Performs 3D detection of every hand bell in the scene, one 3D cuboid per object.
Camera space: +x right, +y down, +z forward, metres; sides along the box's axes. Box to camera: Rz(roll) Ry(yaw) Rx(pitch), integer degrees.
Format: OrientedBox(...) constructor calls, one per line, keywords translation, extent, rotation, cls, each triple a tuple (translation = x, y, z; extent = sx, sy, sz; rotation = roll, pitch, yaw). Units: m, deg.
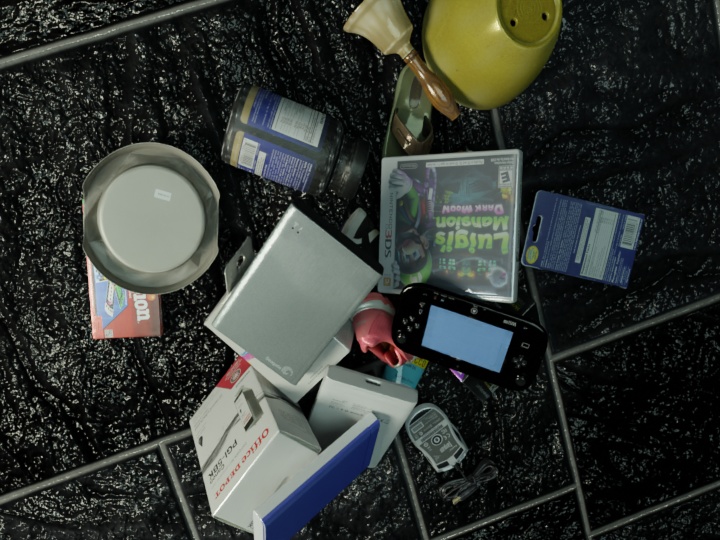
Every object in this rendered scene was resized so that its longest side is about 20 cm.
OrientedBox(translation=(0.076, -0.299, 0.820), extent=(0.104, 0.104, 0.201), rotation=(-41, 100, 0), cls="hand bell")

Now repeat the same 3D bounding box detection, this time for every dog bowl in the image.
OrientedBox(translation=(-0.292, -0.073, 0.812), extent=(0.193, 0.058, 0.208), rotation=(-4, 99, -21), cls="dog bowl")

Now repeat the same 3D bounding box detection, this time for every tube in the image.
OrientedBox(translation=(0.062, 0.179, 0.928), extent=(0.076, 0.050, 0.206), rotation=(23, 90, -18), cls="tube")

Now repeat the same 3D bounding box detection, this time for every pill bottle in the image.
OrientedBox(translation=(-0.090, -0.175, 0.815), extent=(0.194, 0.112, 0.115), rotation=(19, 96, -11), cls="pill bottle")

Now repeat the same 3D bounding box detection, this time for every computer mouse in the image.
OrientedBox(translation=(0.141, 0.292, 0.956), extent=(0.108, 0.044, 0.203), rotation=(-33, 107, 3), cls="computer mouse")

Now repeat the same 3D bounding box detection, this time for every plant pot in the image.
OrientedBox(translation=(0.199, -0.342, 0.802), extent=(0.193, 0.142, 0.208), rotation=(-1, 96, -14), cls="plant pot")

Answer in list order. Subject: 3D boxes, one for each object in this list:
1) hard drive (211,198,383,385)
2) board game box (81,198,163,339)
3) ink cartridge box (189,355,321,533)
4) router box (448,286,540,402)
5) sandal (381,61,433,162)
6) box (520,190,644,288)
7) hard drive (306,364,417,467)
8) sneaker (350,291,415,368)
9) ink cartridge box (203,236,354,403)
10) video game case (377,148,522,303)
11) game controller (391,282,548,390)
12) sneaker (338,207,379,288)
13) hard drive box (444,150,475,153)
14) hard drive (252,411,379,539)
OrientedBox(translation=(-0.081, 0.033, 0.722), extent=(0.138, 0.033, 0.201), rotation=(35, 113, -8), cls="hard drive")
OrientedBox(translation=(-0.350, -0.003, 0.852), extent=(0.099, 0.019, 0.208), rotation=(-2, 99, -9), cls="board game box")
OrientedBox(translation=(-0.156, 0.234, 0.816), extent=(0.082, 0.200, 0.148), rotation=(37, 93, -34), cls="ink cartridge box")
OrientedBox(translation=(0.205, 0.115, 0.865), extent=(0.149, 0.200, 0.051), rotation=(-46, 61, -1), cls="router box")
OrientedBox(translation=(0.076, -0.210, 0.859), extent=(0.077, 0.057, 0.209), rotation=(3, 96, -13), cls="sandal")
OrientedBox(translation=(0.356, -0.052, 0.936), extent=(0.193, 0.032, 0.126), rotation=(11, 97, -11), cls="box")
OrientedBox(translation=(-0.009, 0.218, 0.834), extent=(0.128, 0.027, 0.203), rotation=(16, 134, -6), cls="hard drive")
OrientedBox(translation=(0.058, 0.109, 0.839), extent=(0.197, 0.089, 0.073), rotation=(27, 132, -36), cls="sneaker")
OrientedBox(translation=(-0.115, 0.055, 0.824), extent=(0.199, 0.129, 0.125), rotation=(42, 112, -11), cls="ink cartridge box")
OrientedBox(translation=(0.112, -0.059, 0.756), extent=(0.194, 0.023, 0.189), rotation=(3, 92, 31), cls="video game case")
OrientedBox(translation=(0.136, 0.084, 0.739), extent=(0.194, 0.042, 0.107), rotation=(18, 128, 11), cls="game controller")
OrientedBox(translation=(0.000, 0.000, 0.819), extent=(0.111, 0.202, 0.073), rotation=(42, 130, -11), cls="sneaker")
OrientedBox(translation=(0.146, -0.063, 0.843), extent=(0.074, 0.156, 0.207), rotation=(10, 97, -9), cls="hard drive box")
OrientedBox(translation=(-0.057, 0.289, 0.772), extent=(0.198, 0.025, 0.134), rotation=(-33, 148, -33), cls="hard drive")
